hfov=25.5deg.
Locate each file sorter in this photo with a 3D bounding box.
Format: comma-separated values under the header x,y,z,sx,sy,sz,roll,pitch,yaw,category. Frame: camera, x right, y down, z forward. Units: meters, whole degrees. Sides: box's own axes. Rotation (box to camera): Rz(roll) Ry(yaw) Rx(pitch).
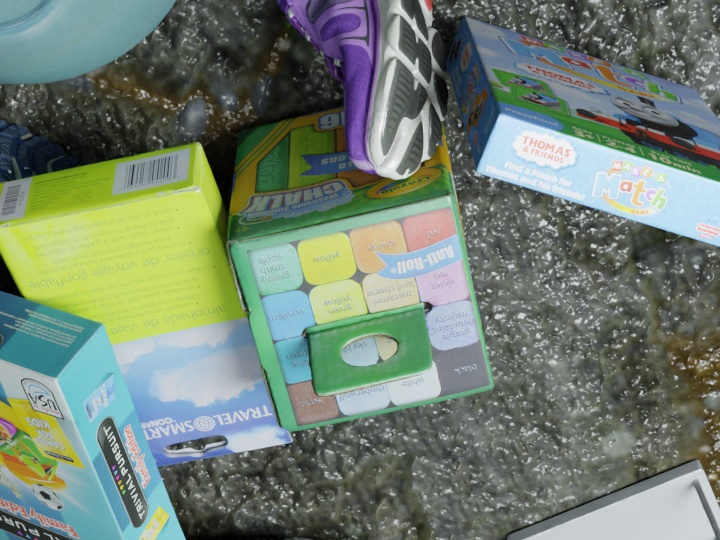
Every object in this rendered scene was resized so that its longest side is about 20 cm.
x,y,z,sx,sy,sz,roll,pitch,yaw,category
0.202,0.258,1.042,0.139,0.125,0.200,-23,112,8,file sorter

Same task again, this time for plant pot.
x,y,z,sx,sy,sz,roll,pitch,yaw,category
-0.188,-0.184,0.843,0.200,0.135,0.200,0,113,-1,plant pot

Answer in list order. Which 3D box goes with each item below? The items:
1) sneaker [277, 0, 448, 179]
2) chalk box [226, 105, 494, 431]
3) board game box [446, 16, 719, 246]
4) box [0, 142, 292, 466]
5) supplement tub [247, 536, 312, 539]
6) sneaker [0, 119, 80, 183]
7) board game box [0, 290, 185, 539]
x,y,z,sx,sy,sz,roll,pitch,yaw,category
-0.004,-0.134,0.861,0.083,0.200,0.081,-16,151,17,sneaker
0.000,0.000,0.884,0.125,0.200,0.124,-12,116,3,chalk box
0.128,-0.077,0.859,0.151,0.200,0.037,16,110,-8,board game box
-0.119,0.027,0.912,0.122,0.048,0.200,-11,131,8,box
-0.086,0.244,1.019,0.200,0.140,0.141,-3,113,0,supplement tub
-0.178,-0.013,0.947,0.200,0.077,0.085,32,112,-13,sneaker
-0.195,0.096,0.932,0.151,0.047,0.200,16,139,27,board game box
